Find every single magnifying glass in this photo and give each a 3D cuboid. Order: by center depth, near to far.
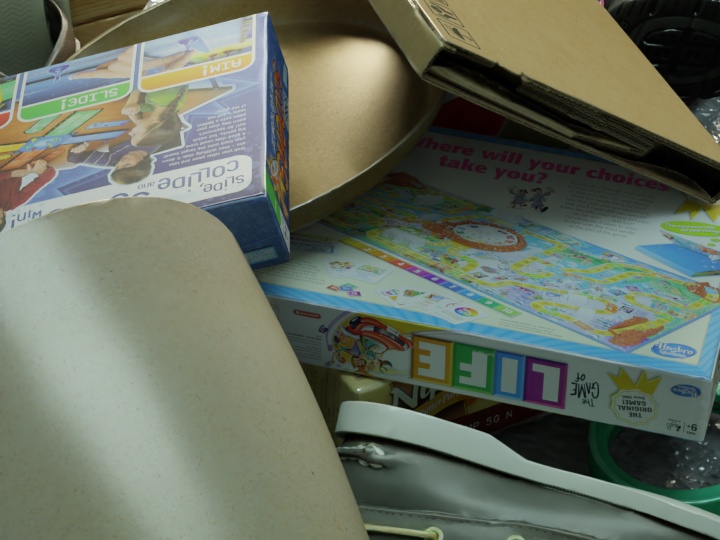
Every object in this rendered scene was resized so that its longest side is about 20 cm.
[{"bbox_3d":[0.127,0.041,1.042,0.079,0.022,0.200,-10,35,-3],"label":"magnifying glass"}]

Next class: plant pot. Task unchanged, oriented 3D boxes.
[{"bbox_3d":[-0.071,0.110,0.832,0.187,0.187,0.200,-20,56,-28],"label":"plant pot"},{"bbox_3d":[-0.053,-0.066,1.029,0.200,0.028,0.200,-11,36,8],"label":"plant pot"}]

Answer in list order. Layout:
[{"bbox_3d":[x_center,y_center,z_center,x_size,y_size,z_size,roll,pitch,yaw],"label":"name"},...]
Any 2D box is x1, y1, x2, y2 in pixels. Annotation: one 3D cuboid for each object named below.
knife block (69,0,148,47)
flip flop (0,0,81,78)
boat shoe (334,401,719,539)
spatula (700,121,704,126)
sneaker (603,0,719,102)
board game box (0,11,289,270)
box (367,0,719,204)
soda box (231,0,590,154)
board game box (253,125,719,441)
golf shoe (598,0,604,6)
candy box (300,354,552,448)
[{"bbox_3d":[-0.187,-0.160,1.169,0.175,0.200,0.064,29,15,-12],"label":"knife block"},{"bbox_3d":[-0.159,-0.102,1.104,0.081,0.200,0.058,-8,-2,-4],"label":"flip flop"},{"bbox_3d":[0.080,0.108,0.922,0.201,0.072,0.060,18,78,1],"label":"boat shoe"},{"bbox_3d":[0.172,-0.014,1.123,0.056,0.021,0.200,-2,36,-6],"label":"spatula"},{"bbox_3d":[0.211,-0.127,1.142,0.200,0.076,0.091,7,40,-4],"label":"sneaker"},{"bbox_3d":[-0.128,-0.033,0.965,0.200,0.035,0.135,-13,37,8],"label":"board game box"},{"bbox_3d":[0.061,-0.111,1.030,0.163,0.021,0.200,20,24,-32],"label":"box"},{"bbox_3d":[0.038,-0.097,1.110,0.200,0.064,0.068,34,24,18],"label":"soda box"},{"bbox_3d":[0.058,-0.003,0.996,0.200,0.034,0.135,11,40,12],"label":"board game box"},{"bbox_3d":[0.124,-0.119,1.205,0.075,0.092,0.200,26,41,29],"label":"golf shoe"},{"bbox_3d":[0.000,0.000,1.064,0.115,0.055,0.200,-16,40,-24],"label":"candy box"}]
